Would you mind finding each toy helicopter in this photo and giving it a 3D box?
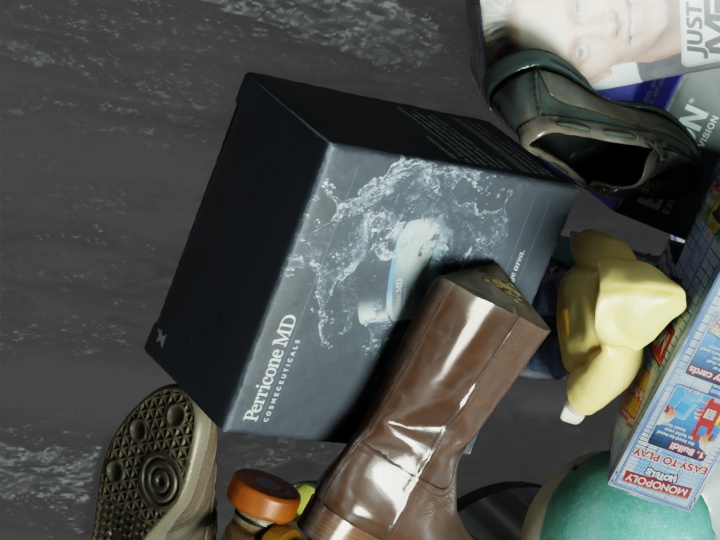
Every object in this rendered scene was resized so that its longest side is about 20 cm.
[{"bbox_3d":[0.001,0.199,1.526,0.200,0.132,0.079,13,104,-37],"label":"toy helicopter"}]

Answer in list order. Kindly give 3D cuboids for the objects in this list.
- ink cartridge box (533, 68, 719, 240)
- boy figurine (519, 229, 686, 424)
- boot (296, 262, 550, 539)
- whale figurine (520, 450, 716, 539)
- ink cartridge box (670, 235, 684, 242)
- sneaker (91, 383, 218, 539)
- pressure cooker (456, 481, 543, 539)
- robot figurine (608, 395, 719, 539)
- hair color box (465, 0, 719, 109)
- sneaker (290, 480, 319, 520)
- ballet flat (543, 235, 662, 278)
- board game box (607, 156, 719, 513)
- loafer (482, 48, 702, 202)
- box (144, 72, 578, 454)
[{"bbox_3d":[0.244,-0.117,1.593,0.200,0.043,0.198,20,104,-19],"label":"ink cartridge box"},{"bbox_3d":[0.143,0.034,1.494,0.064,0.200,0.124,7,84,-16],"label":"boy figurine"},{"bbox_3d":[0.074,0.101,1.483,0.186,0.064,0.200,23,99,-43],"label":"boot"},{"bbox_3d":[0.190,0.213,1.539,0.159,0.104,0.200,-33,104,-34],"label":"whale figurine"},{"bbox_3d":[0.323,0.003,1.727,0.200,0.043,0.198,-16,124,-6],"label":"ink cartridge box"},{"bbox_3d":[-0.127,0.158,1.538,0.076,0.070,0.200,-7,125,-50],"label":"sneaker"},{"bbox_3d":[0.133,0.264,1.669,0.176,0.200,0.179,-31,129,-16],"label":"pressure cooker"},{"bbox_3d":[0.255,0.118,1.663,0.200,0.170,0.113,-37,172,-14],"label":"robot figurine"},{"bbox_3d":[0.168,-0.173,1.495,0.200,0.061,0.100,-11,123,-4],"label":"hair color box"},{"bbox_3d":[-0.053,0.238,1.604,0.078,0.090,0.200,13,106,-36],"label":"sneaker"},{"bbox_3d":[0.209,0.022,1.640,0.200,0.072,0.072,12,112,-5],"label":"ballet flat"},{"bbox_3d":[0.213,0.039,1.499,0.062,0.200,0.200,20,105,-8],"label":"board game box"},{"bbox_3d":[0.151,-0.074,1.495,0.072,0.063,0.200,-37,141,28],"label":"loafer"},{"bbox_3d":[0.000,0.000,1.487,0.200,0.117,0.197,8,111,-36],"label":"box"}]
